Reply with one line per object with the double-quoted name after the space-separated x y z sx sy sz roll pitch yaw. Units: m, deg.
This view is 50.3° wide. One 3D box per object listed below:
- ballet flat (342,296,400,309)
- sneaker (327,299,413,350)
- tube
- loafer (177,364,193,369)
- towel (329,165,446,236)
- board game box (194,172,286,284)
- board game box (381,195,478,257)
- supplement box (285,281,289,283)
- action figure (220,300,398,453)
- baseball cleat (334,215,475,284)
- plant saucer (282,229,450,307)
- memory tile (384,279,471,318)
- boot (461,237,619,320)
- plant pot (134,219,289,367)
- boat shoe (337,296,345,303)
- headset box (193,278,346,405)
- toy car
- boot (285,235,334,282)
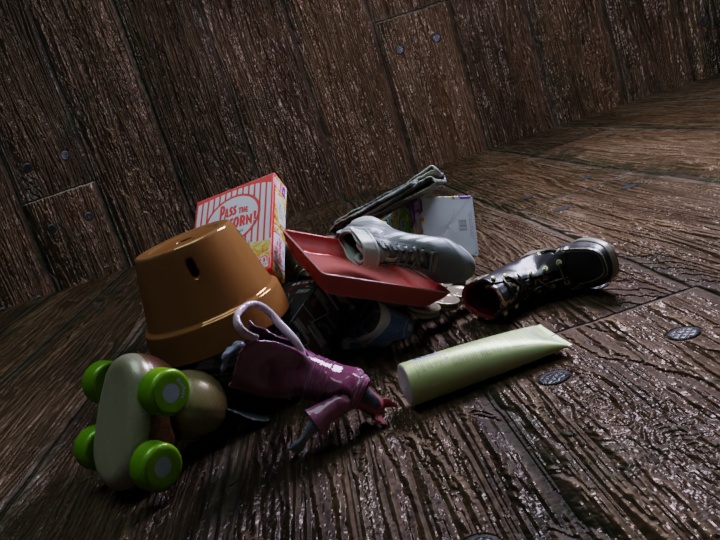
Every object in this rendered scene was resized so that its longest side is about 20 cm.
0.039 0.041 1.264 0.199 0.070 0.071 -10 -17 -38 "ballet flat"
0.008 0.089 1.142 0.077 0.076 0.200 18 -11 -21 "sneaker"
0.143 0.105 0.899 0.199 0.058 0.052 -17 -31 -13 "tube"
-0.278 0.122 1.394 0.071 0.073 0.200 -7 24 23 "loafer"
0.048 -0.116 1.268 0.192 0.035 0.200 -26 2 12 "towel"
-0.192 -0.046 1.212 0.151 0.046 0.201 -19 49 18 "board game box"
0.113 -0.058 1.361 0.102 0.106 0.200 -3 -8 -20 "board game box"
-0.172 0.094 1.240 0.085 0.111 0.200 -9 15 35 "supplement box"
-0.049 0.116 0.875 0.199 0.150 0.134 17 28 6 "action figure"
0.056 -0.018 1.072 0.199 0.070 0.106 18 28 27 "baseball cleat"
0.000 0.000 1.113 0.198 0.037 0.200 9 15 -25 "plant saucer"
0.103 0.028 1.185 0.153 0.017 0.199 22 25 38 "memory tile"
0.247 0.014 1.077 0.150 0.074 0.200 -23 9 -26 "boot"
-0.212 0.021 1.034 0.199 0.141 0.200 -20 13 5 "plant pot"
-0.039 0.051 1.344 0.059 0.072 0.200 -21 7 14 "boat shoe"
-0.132 0.108 1.092 0.148 0.075 0.200 -11 32 39 "headset box"
-0.221 0.186 0.952 0.164 0.159 0.199 -1 -8 44 "toy car"
-0.102 -0.007 1.230 0.198 0.074 0.076 -8 42 -4 "boot"
